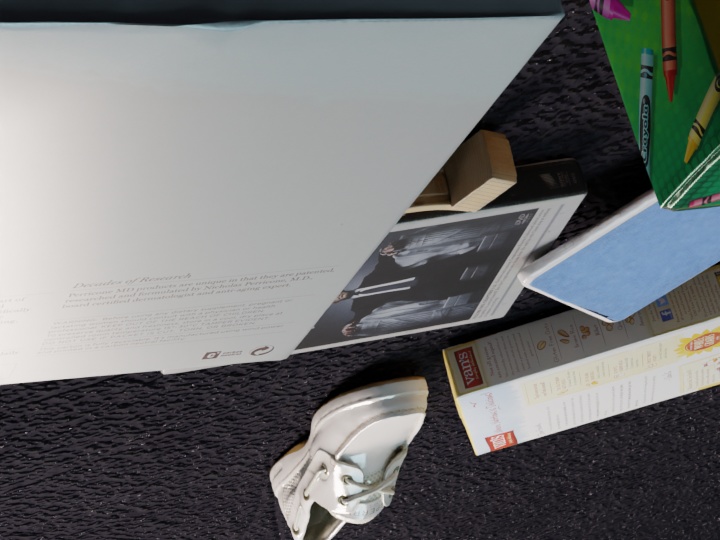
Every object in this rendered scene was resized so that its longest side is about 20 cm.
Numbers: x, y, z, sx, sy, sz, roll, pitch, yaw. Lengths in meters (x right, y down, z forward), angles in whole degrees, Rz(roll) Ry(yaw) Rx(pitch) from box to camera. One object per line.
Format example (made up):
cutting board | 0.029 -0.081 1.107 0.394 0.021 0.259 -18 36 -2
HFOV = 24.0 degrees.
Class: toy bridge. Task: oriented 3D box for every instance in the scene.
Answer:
toy bridge | -0.026 -0.043 0.728 0.199 0.027 0.067 3 153 -39

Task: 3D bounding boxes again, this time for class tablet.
tablet | 0.187 -0.035 0.885 0.199 0.014 0.130 -34 154 21

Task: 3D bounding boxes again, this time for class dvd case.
dvd case | 0.000 0.000 0.856 0.198 0.025 0.151 -10 158 -17

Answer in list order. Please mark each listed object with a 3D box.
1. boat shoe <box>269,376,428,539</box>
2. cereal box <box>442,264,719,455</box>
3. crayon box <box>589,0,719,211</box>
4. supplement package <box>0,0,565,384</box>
boat shoe | -0.001 0.130 1.108 0.070 0.070 0.200 -4 155 -23
cereal box | 0.156 0.058 1.080 0.198 0.040 0.144 -16 158 2
crayon box | 0.188 -0.095 0.625 0.198 0.120 0.058 -6 157 -21
supplement package | -0.088 -0.072 0.452 0.189 0.148 0.200 -4 156 -26
